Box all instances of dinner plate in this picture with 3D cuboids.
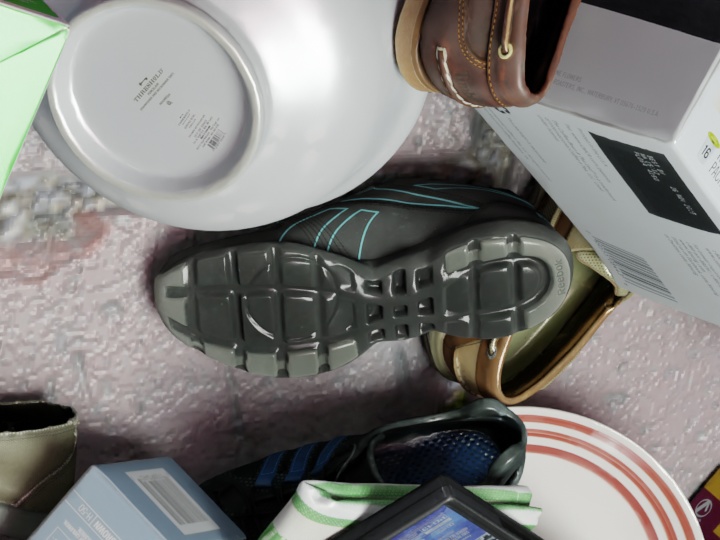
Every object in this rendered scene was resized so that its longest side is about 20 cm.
[{"bbox_3d":[0.082,0.165,1.492,0.199,0.024,0.202,0,104,0],"label":"dinner plate"}]

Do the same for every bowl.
[{"bbox_3d":[-0.074,-0.092,1.218,0.200,0.091,0.202,9,124,14],"label":"bowl"}]

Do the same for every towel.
[{"bbox_3d":[-0.022,0.165,1.398,0.152,0.023,0.200,4,140,-39],"label":"towel"}]

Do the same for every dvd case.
[{"bbox_3d":[0.027,0.166,1.392,0.142,0.018,0.200,-33,147,14],"label":"dvd case"}]

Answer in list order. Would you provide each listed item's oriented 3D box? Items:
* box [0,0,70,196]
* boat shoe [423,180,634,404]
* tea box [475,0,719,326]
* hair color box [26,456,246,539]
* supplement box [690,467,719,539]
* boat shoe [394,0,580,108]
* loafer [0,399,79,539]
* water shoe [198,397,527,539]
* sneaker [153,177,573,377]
[{"bbox_3d":[-0.224,-0.052,1.170,0.096,0.176,0.201,16,105,-32],"label":"box"},{"bbox_3d":[0.117,-0.013,1.430,0.076,0.074,0.200,35,95,-35],"label":"boat shoe"},{"bbox_3d":[0.172,-0.102,1.299,0.197,0.133,0.200,-58,140,-13],"label":"tea box"},{"bbox_3d":[-0.151,0.180,1.346,0.200,0.061,0.099,-48,166,11],"label":"hair color box"},{"bbox_3d":[0.192,0.228,1.552,0.103,0.131,0.200,39,91,-35],"label":"supplement box"},{"bbox_3d":[0.084,-0.159,1.209,0.070,0.070,0.201,29,78,-45],"label":"boat shoe"},{"bbox_3d":[-0.209,0.067,1.306,0.199,0.075,0.070,19,99,-43],"label":"loafer"},{"bbox_3d":[-0.014,0.107,1.403,0.199,0.072,0.079,-20,160,-16],"label":"water shoe"},{"bbox_3d":[0.000,0.000,1.381,0.198,0.079,0.076,-4,122,-4],"label":"sneaker"}]
